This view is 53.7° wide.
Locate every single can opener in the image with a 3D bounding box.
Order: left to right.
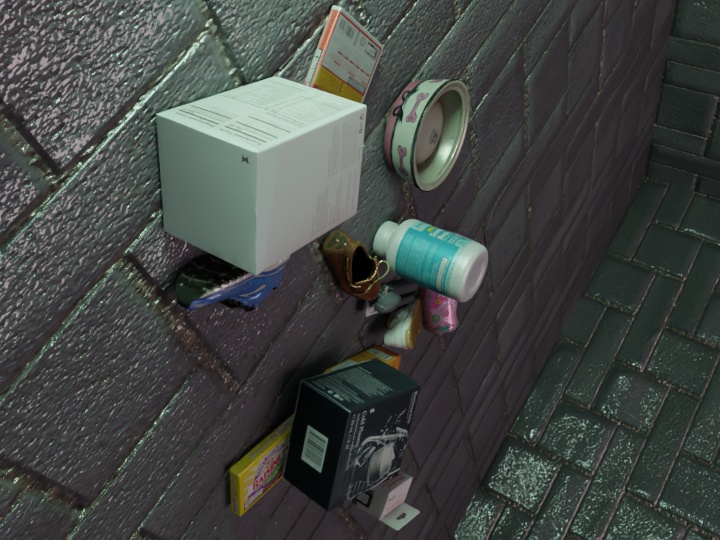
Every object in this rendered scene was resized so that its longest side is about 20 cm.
[{"bbox_3d":[0.071,0.060,1.425,0.200,0.067,0.054,-12,122,-58],"label":"can opener"}]

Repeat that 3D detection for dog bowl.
[{"bbox_3d":[0.115,-0.245,1.258,0.200,0.074,0.201,-42,144,-41],"label":"dog bowl"}]

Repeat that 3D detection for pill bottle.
[{"bbox_3d":[0.124,-0.026,1.308,0.111,0.199,0.111,-43,146,-40],"label":"pill bottle"}]

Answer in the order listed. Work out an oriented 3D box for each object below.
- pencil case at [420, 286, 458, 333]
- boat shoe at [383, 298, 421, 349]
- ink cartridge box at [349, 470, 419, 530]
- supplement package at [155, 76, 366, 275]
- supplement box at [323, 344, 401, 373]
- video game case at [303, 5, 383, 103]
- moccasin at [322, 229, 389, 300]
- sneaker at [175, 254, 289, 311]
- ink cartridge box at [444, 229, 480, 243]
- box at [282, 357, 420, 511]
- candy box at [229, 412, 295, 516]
[{"bbox_3d":[0.174,0.036,1.544,0.087,0.087,0.201,-29,124,-50],"label":"pencil case"},{"bbox_3d":[0.089,0.108,1.505,0.200,0.069,0.071,-48,133,-70],"label":"boat shoe"},{"bbox_3d":[0.029,0.456,1.515,0.116,0.199,0.068,-8,118,-60],"label":"ink cartridge box"},{"bbox_3d":[-0.113,-0.122,0.849,0.200,0.150,0.152,-35,141,-46],"label":"supplement package"},{"bbox_3d":[0.002,0.211,1.421,0.200,0.069,0.067,-16,123,-54],"label":"supplement box"},{"bbox_3d":[-0.037,-0.258,1.031,0.143,0.017,0.201,13,99,-63],"label":"video game case"},{"bbox_3d":[0.001,-0.001,1.236,0.074,0.078,0.202,-56,151,-21],"label":"moccasin"},{"bbox_3d":[-0.164,0.023,0.953,0.200,0.078,0.090,-23,128,-54],"label":"sneaker"},{"bbox_3d":[0.225,-0.024,1.674,0.200,0.042,0.120,12,101,-60],"label":"ink cartridge box"},{"bbox_3d":[-0.015,0.284,1.267,0.196,0.124,0.201,-11,118,-49],"label":"box"},{"bbox_3d":[-0.154,0.332,1.258,0.200,0.026,0.103,-36,137,-46],"label":"candy box"}]
